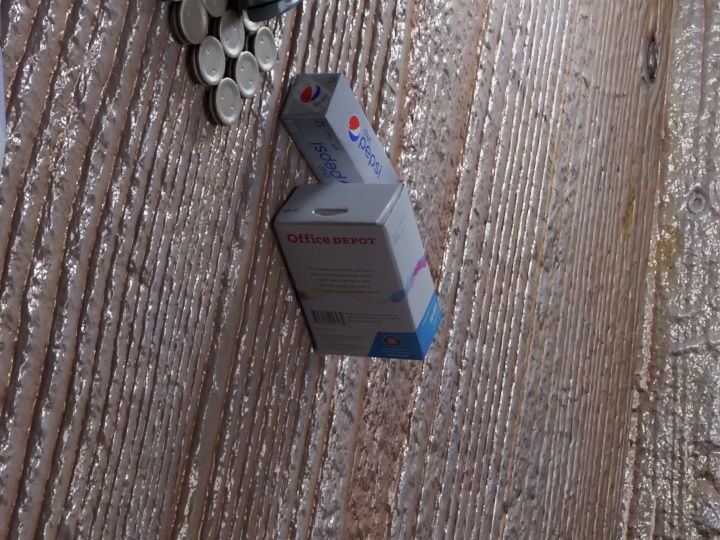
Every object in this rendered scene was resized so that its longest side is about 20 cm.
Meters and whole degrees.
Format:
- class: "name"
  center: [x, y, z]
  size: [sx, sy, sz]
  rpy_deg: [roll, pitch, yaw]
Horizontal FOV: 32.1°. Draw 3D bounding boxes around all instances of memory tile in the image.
- class: "memory tile"
  center: [-0.146, -0.263, 1.284]
  size: [0.154, 0.017, 0.201]
  rpy_deg: [-64, 144, -41]

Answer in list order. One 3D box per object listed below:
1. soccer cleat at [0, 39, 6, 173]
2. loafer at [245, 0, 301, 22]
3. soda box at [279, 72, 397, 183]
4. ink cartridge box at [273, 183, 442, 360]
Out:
- class: "soccer cleat"
  center: [-0.297, -0.145, 0.939]
  size: [0.073, 0.067, 0.202]
  rpy_deg: [57, 32, -86]
- class: "loafer"
  center: [-0.079, -0.327, 1.343]
  size: [0.200, 0.071, 0.063]
  rpy_deg: [-66, 138, -58]
- class: "soda box"
  center: [-0.022, -0.146, 1.493]
  size: [0.200, 0.063, 0.069]
  rpy_deg: [57, 44, -50]
- class: "ink cartridge box"
  center: [0.000, 0.000, 1.455]
  size: [0.085, 0.143, 0.201]
  rpy_deg: [-61, 143, -44]
